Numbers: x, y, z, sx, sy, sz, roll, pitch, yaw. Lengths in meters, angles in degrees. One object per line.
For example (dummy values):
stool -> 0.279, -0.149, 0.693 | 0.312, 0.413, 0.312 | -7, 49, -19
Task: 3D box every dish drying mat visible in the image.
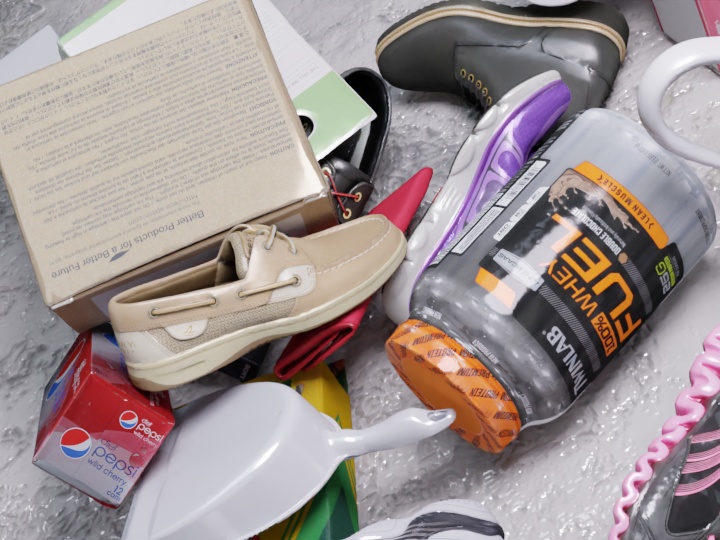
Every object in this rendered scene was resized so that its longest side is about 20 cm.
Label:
dish drying mat -> 0.000, 0.000, 1.103 | 0.077, 0.018, 0.200 | -39, 12, 35

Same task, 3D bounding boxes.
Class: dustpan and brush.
dustpan and brush -> -0.039, 0.108, 0.979 | 0.199, 0.057, 0.140 | -26, 27, 21

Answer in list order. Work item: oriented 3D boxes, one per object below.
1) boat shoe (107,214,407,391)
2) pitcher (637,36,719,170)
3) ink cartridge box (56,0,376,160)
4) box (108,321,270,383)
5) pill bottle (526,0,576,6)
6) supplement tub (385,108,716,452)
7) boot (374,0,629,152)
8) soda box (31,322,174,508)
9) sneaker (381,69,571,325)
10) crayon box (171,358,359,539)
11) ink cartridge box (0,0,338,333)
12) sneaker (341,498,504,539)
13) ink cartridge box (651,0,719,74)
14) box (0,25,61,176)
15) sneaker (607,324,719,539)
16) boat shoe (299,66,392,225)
boat shoe -> -0.060, 0.005, 1.011 | 0.199, 0.065, 0.071 | -27, 23, -21
pitcher -> 0.258, -0.080, 0.932 | 0.170, 0.201, 0.122 | -26, 41, 9
ink cartridge box -> -0.104, -0.132, 1.175 | 0.145, 0.048, 0.200 | -38, 74, -15
box -> -0.108, -0.029, 1.182 | 0.142, 0.036, 0.201 | 23, 56, -5
pill bottle -> 0.171, -0.279, 1.210 | 0.115, 0.117, 0.200 | -1, 30, 31
supplement tub -> 0.115, 0.007, 0.998 | 0.200, 0.123, 0.122 | -46, 42, -14
boot -> 0.088, -0.126, 1.190 | 0.198, 0.078, 0.139 | -4, 53, 31
soda box -> -0.169, 0.088, 1.071 | 0.070, 0.063, 0.200 | -56, 13, 3
sneaker -> 0.091, -0.040, 1.092 | 0.083, 0.081, 0.201 | 29, 85, 4
crayon box -> -0.069, 0.137, 1.045 | 0.126, 0.051, 0.201 | -21, 41, 14
ink cartridge box -> -0.134, -0.073, 1.087 | 0.198, 0.075, 0.166 | -22, 72, -1
sneaker -> 0.017, 0.199, 0.873 | 0.198, 0.076, 0.115 | -18, 37, -26
ink cartridge box -> 0.291, -0.257, 1.127 | 0.199, 0.147, 0.083 | -35, 40, -4
box -> -0.233, -0.090, 1.317 | 0.097, 0.125, 0.200 | -35, 40, -3
sneaker -> 0.203, 0.118, 0.880 | 0.095, 0.079, 0.201 | 18, 62, 30
boat shoe -> -0.029, -0.063, 1.171 | 0.063, 0.073, 0.203 | -27, 37, 49
